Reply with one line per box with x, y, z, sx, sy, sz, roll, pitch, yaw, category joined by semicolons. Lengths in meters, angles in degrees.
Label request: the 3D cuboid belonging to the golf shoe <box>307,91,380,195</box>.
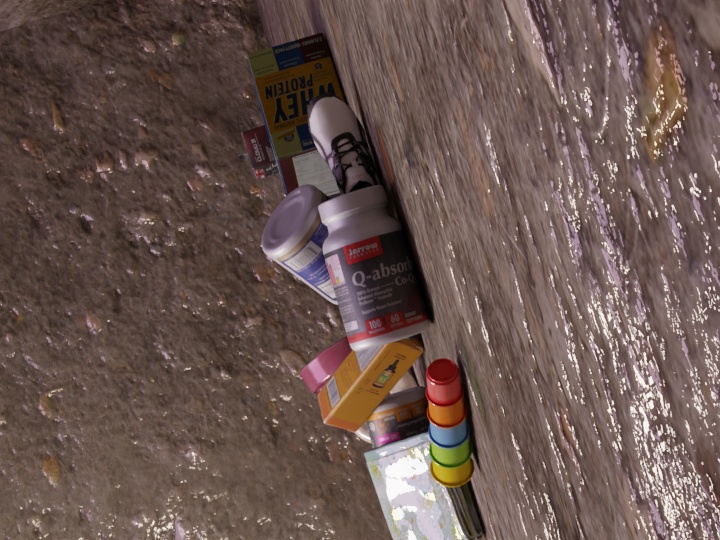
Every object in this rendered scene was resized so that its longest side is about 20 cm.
-0.012;-0.161;1.556;0.202;0.077;0.094;64;175;-16;golf shoe

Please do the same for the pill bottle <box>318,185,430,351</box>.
0.014;-0.003;1.453;0.116;0.114;0.203;136;117;-86;pill bottle

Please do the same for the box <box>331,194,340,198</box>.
-0.069;-0.106;2.176;0.149;0.123;0.202;-112;7;-51;box

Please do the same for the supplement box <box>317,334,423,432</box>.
0.013;0.161;1.693;0.201;0.066;0.069;-51;34;29;supplement box

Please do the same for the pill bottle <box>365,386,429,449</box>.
0.082;0.298;1.753;0.116;0.115;0.203;122;131;-85;pill bottle

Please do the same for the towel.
0.091;0.335;1.625;0.199;0.048;0.174;-27;77;52;towel

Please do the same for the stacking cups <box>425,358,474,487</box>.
0.110;0.185;1.353;0.061;0.060;0.202;-111;10;-48;stacking cups

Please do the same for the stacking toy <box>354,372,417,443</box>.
0.065;0.256;2.014;0.200;0.144;0.148;35;-146;-66;stacking toy

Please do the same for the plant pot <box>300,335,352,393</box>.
0.000;0.236;2.273;0.180;0.199;0.200;57;174;9;plant pot

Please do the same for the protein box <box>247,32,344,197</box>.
-0.093;-0.250;1.832;0.200;0.133;0.201;84;169;-71;protein box

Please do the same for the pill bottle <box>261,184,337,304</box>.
-0.034;-0.021;1.568;0.199;0.120;0.120;37;-165;-28;pill bottle

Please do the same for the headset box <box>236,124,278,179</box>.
-0.140;-0.242;2.078;0.149;0.197;0.078;123;129;-86;headset box
